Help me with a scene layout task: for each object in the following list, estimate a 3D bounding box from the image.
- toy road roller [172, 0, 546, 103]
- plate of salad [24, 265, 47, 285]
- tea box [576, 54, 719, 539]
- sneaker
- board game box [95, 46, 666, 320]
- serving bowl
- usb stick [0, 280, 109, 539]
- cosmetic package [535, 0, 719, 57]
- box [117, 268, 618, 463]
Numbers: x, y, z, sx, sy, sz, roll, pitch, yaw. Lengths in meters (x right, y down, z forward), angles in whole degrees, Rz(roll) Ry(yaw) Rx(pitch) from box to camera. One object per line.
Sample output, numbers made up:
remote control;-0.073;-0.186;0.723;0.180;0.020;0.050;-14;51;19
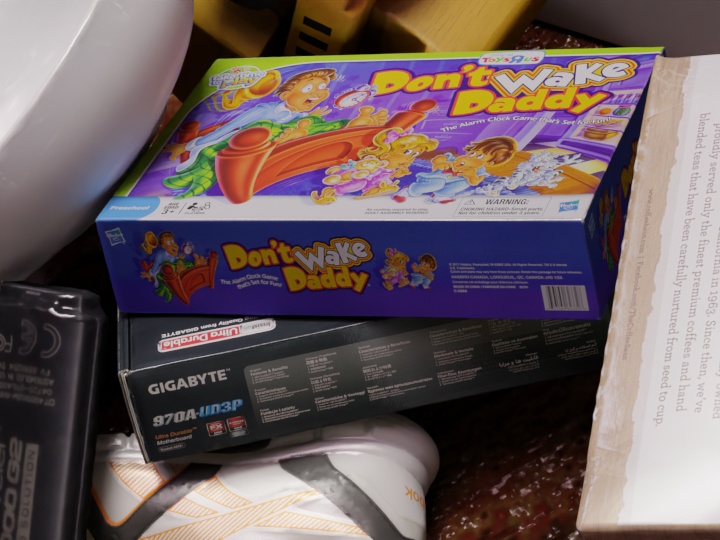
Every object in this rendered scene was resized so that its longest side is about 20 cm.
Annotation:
toy road roller;0.002;-0.124;1.176;0.146;0.200;0.123;36;69;6
plate of salad;-0.201;0.067;1.157;0.199;0.048;0.201;-27;43;29
tea box;0.172;0.057;0.914;0.133;0.197;0.201;-3;51;21
sneaker;-0.067;0.109;1.059;0.199;0.074;0.080;-11;51;15
board game box;0.013;-0.036;1.053;0.199;0.045;0.135;0;32;21
serving bowl;-0.131;-0.062;1.104;0.200;0.066;0.200;-45;23;24
usb stick;-0.132;0.106;1.043;0.055;0.033;0.201;8;95;30
cosmetic package;0.146;-0.152;1.158;0.199;0.113;0.081;19;61;36
box;0.000;0.000;1.089;0.199;0.046;0.159;-12;30;2
